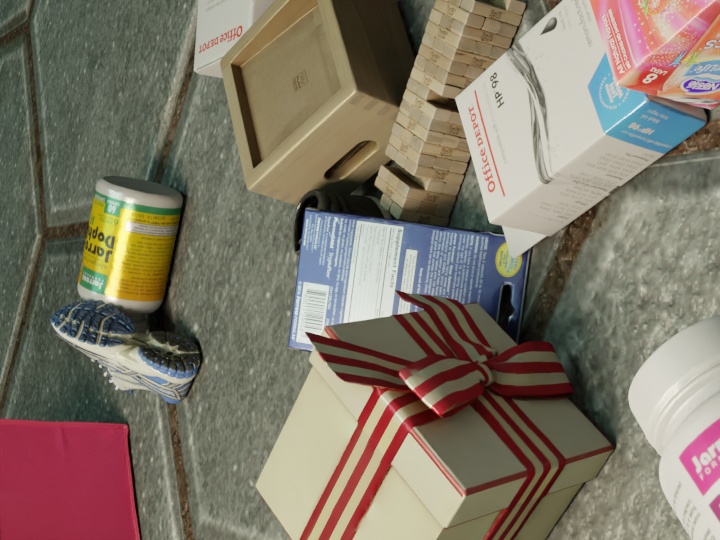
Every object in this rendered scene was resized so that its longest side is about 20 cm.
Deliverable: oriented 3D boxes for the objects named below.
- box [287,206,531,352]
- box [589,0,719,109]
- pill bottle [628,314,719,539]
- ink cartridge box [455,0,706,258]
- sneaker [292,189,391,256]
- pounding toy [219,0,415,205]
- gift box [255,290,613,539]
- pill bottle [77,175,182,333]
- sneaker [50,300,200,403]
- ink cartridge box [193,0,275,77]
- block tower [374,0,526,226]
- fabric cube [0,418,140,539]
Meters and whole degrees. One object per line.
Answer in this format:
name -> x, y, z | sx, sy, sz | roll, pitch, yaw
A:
box -> 0.041, 0.020, 0.975 | 0.198, 0.032, 0.122 | 9, 92, 23
box -> 0.204, -0.220, 0.766 | 0.103, 0.094, 0.202 | -41, 52, 48
pill bottle -> 0.233, 0.127, 0.638 | 0.114, 0.113, 0.201 | -59, 39, 32
ink cartridge box -> 0.141, -0.106, 0.858 | 0.200, 0.066, 0.117 | -40, 53, 42
sneaker -> 0.000, 0.000, 1.044 | 0.071, 0.099, 0.201 | -60, 40, 29
pounding toy -> -0.038, -0.164, 1.127 | 0.200, 0.141, 0.185 | -38, 54, 35
gift box -> 0.039, 0.125, 0.852 | 0.200, 0.184, 0.188 | 46, 125, 28
pill bottle -> -0.298, -0.011, 1.503 | 0.113, 0.112, 0.202 | 29, 108, 56
sneaker -> -0.293, 0.108, 1.436 | 0.199, 0.077, 0.086 | 23, 127, 13
ink cartridge box -> -0.114, -0.321, 1.293 | 0.146, 0.085, 0.202 | -4, 82, 58
block tower -> 0.071, -0.141, 0.997 | 0.054, 0.057, 0.201 | 43, 119, 51
fabric cube -> -0.422, 0.327, 1.560 | 0.199, 0.199, 0.198 | -44, 49, 42
